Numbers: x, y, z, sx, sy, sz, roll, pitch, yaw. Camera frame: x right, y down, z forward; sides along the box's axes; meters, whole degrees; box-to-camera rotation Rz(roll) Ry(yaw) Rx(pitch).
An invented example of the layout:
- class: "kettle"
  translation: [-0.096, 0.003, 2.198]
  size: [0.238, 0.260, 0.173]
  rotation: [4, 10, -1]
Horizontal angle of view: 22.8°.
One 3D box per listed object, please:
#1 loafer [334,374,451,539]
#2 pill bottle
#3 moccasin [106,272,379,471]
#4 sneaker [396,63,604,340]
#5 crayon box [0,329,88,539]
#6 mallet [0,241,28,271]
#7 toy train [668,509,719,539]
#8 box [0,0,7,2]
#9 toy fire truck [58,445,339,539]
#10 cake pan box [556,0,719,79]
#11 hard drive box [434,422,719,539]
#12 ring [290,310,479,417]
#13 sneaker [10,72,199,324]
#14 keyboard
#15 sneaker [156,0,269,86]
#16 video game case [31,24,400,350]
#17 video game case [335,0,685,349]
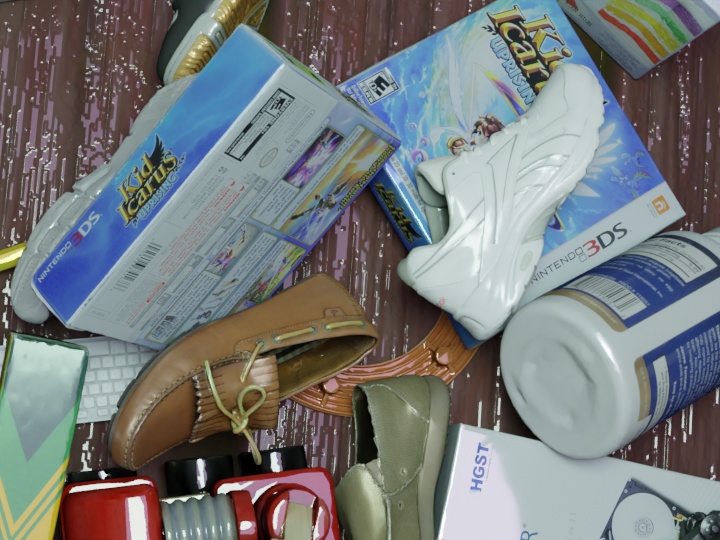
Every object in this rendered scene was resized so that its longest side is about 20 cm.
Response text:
- class: "loafer"
  translation: [0.012, 0.161, 1.173]
  size: [0.067, 0.076, 0.201]
  rotation: [14, 64, -11]
- class: "pill bottle"
  translation: [0.197, 0.039, 1.195]
  size: [0.200, 0.111, 0.111]
  rotation: [-25, 88, -37]
- class: "moccasin"
  translation: [-0.072, 0.073, 1.129]
  size: [0.201, 0.074, 0.078]
  rotation: [-24, 54, -39]
- class: "sneaker"
  translation: [0.089, -0.062, 1.166]
  size: [0.099, 0.078, 0.201]
  rotation: [29, 71, -5]
- class: "crayon box"
  translation: [-0.213, 0.140, 1.108]
  size: [0.051, 0.127, 0.201]
  rotation: [12, 87, -11]
- class: "mallet"
  translation: [-0.208, -0.027, 1.186]
  size: [0.199, 0.041, 0.066]
  rotation: [-27, 92, -18]
- class: "toy train"
  translation: [0.179, 0.227, 1.150]
  size: [0.200, 0.034, 0.046]
  rotation: [-42, 95, -13]
- class: "box"
  translation: [-0.262, -0.259, 1.168]
  size: [0.199, 0.106, 0.153]
  rotation: [-9, 84, -12]
- class: "toy fire truck"
  translation: [-0.092, 0.177, 1.095]
  size: [0.175, 0.200, 0.129]
  rotation: [-5, 83, -12]
- class: "cake pan box"
  translation: [0.159, -0.231, 1.209]
  size: [0.200, 0.184, 0.052]
  rotation: [44, 77, -4]
- class: "hard drive box"
  translation: [0.137, 0.201, 1.202]
  size: [0.199, 0.077, 0.157]
  rotation: [12, 80, -9]
- class: "ring"
  translation: [0.000, 0.000, 1.231]
  size: [0.199, 0.019, 0.201]
  rotation: [2, 81, -11]
- class: "sneaker"
  translation: [-0.140, -0.032, 1.158]
  size: [0.200, 0.077, 0.082]
  rotation: [-48, 127, -6]
- class: "keyboard"
  translation: [-0.223, 0.076, 1.180]
  size: [0.199, 0.011, 0.057]
  rotation: [-5, 84, -12]
- class: "sneaker"
  translation: [-0.101, -0.213, 1.222]
  size: [0.087, 0.076, 0.201]
  rotation: [23, 76, 9]
- class: "video game case"
  translation: [-0.084, -0.039, 1.105]
  size: [0.200, 0.181, 0.045]
  rotation: [-49, 65, 7]
- class: "video game case"
  translation: [0.100, -0.077, 1.236]
  size: [0.181, 0.045, 0.201]
  rotation: [-31, 88, -22]
